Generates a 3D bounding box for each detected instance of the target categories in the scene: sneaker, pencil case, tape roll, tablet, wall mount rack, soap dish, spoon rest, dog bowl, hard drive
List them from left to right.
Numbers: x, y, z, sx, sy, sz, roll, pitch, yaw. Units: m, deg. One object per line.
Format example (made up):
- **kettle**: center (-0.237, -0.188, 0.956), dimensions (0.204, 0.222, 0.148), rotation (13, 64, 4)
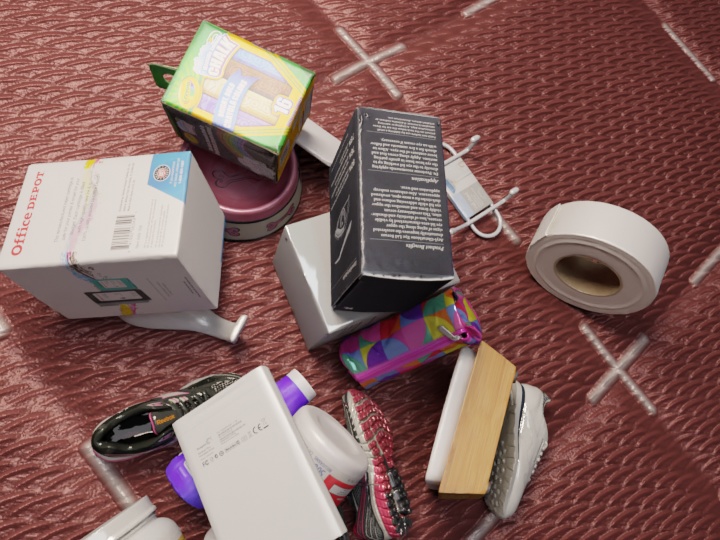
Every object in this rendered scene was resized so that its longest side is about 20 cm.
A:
- **sneaker**: center (-0.236, 0.189, 0.662), dimensions (0.200, 0.086, 0.080), rotation (-23, 82, -21)
- **spoon rest**: center (-0.251, 0.050, 0.726), dimensions (0.200, 0.061, 0.100), rotation (24, 66, 7)
- **dog bowl**: center (-0.182, -0.148, 0.791), dimensions (0.200, 0.074, 0.201), rotation (4, 73, -14)
- **hard drive**: center (-0.118, 0.228, 0.585), dimensions (0.132, 0.027, 0.200), rotation (-33, 68, 5)
- **tablet**: center (-0.107, -0.235, 0.829), dimensions (0.200, 0.014, 0.130), rotation (36, 25, -3)
- **sneaker**: center (0.003, 0.261, 0.717), dimensions (0.075, 0.081, 0.200), rotation (-25, 64, 23)
- **pencil case**: center (0.069, 0.095, 0.724), dimensions (0.200, 0.088, 0.089), rotation (-28, 79, 23)
- **wall mount rack**: center (0.165, -0.138, 0.883), dimensions (0.174, 0.075, 0.200), rotation (-32, 83, -22)
- **soap dish**: center (0.153, 0.216, 0.723), dimensions (0.081, 0.157, 0.200), rotation (15, 67, 16)
- **sneaker**: center (0.239, 0.267, 0.782), dimensions (0.080, 0.076, 0.200), rotation (24, 69, -17)
- **tape roll**: center (0.371, -0.017, 0.836), dimensions (0.202, 0.202, 0.071), rotation (35, 68, -3)

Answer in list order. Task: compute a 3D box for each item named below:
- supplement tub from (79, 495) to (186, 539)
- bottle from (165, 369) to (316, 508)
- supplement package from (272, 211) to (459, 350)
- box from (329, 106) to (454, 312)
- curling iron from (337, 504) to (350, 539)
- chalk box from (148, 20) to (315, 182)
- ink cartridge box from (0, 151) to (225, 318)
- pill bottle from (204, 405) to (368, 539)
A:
- **supplement tub**: center (-0.239, 0.370, 0.573), dimensions (0.144, 0.144, 0.200), rotation (-32, 83, -22)
- **bottle**: center (-0.146, 0.210, 0.675), dimensions (0.200, 0.084, 0.065), rotation (-40, 60, -18)
- **supplement package**: center (0.000, 0.000, 0.753), dimensions (0.200, 0.151, 0.152), rotation (-20, 80, -21)
- **box**: center (0.027, -0.063, 0.619), dimensions (0.104, 0.148, 0.201), rotation (3, 73, -15)
- **curling iron**: center (-0.060, 0.277, 0.718), dimensions (0.049, 0.026, 0.200), rotation (-23, 81, -14)
- **chalk box**: center (-0.177, -0.227, 0.700), dimensions (0.200, 0.124, 0.124), rotation (25, 80, -6)
- **ink cartridge box**: center (-0.289, -0.039, 0.648), dimensions (0.199, 0.146, 0.147), rotation (-4, 62, 2)
- **pill bottle**: center (-0.093, 0.274, 0.640), dimensions (0.112, 0.112, 0.200), rotation (41, 89, 0)
